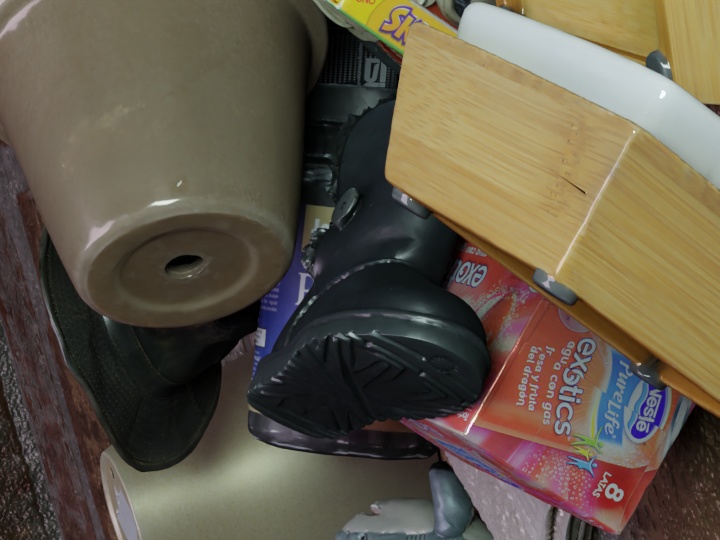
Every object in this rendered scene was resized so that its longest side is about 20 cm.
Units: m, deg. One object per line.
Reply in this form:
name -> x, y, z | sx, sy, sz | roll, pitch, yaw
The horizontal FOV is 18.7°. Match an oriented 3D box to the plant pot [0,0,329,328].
plant pot -> -0.103, -0.070, 1.135 | 0.201, 0.198, 0.176 | 102, 159, -56

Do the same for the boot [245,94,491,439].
boot -> 0.021, -0.014, 1.045 | 0.200, 0.076, 0.169 | -27, 39, 65

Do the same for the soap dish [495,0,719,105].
soap dish -> 0.112, -0.151, 0.880 | 0.200, 0.081, 0.159 | -146, 43, -65

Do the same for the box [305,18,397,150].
box -> -0.060, -0.090, 1.325 | 0.201, 0.159, 0.045 | 96, 176, -49

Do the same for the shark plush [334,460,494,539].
shark plush -> 0.068, 0.214, 1.337 | 0.200, 0.083, 0.091 | 53, 172, 23

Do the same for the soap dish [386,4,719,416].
soap dish -> 0.112, -0.008, 0.811 | 0.200, 0.082, 0.157 | 35, 180, -33

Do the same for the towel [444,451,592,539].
towel -> 0.078, 0.091, 1.274 | 0.133, 0.034, 0.201 | 94, 154, -45

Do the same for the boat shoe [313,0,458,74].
boat shoe -> 0.004, -0.156, 1.104 | 0.200, 0.071, 0.063 | 47, -159, -14

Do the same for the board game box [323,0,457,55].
board game box -> 0.037, -0.103, 1.024 | 0.030, 0.199, 0.096 | -58, 31, 7

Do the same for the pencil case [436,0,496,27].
pencil case -> 0.037, -0.210, 1.060 | 0.090, 0.077, 0.201 | 72, 173, -61

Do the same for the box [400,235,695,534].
box -> 0.073, 0.050, 1.092 | 0.102, 0.095, 0.200 | 33, 174, -21

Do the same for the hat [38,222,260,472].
hat -> -0.099, 0.014, 1.254 | 0.200, 0.080, 0.202 | -13, -90, -69

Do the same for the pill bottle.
pill bottle -> 0.000, 0.000, 1.229 | 0.112, 0.111, 0.202 | -172, 87, -71

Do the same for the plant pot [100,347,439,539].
plant pot -> -0.069, 0.140, 1.493 | 0.187, 0.199, 0.189 | 163, 90, -72
